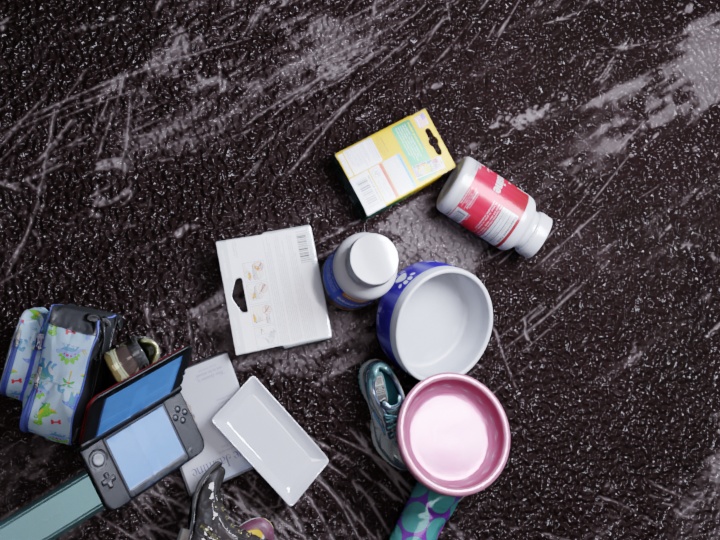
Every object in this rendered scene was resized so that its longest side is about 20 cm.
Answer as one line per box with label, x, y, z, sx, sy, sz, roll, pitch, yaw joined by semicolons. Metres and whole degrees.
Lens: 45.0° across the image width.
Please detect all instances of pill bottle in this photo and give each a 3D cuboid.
pill bottle;0.246;-0.110;1.589;0.198;0.112;0.113;31;75;-7
pill bottle;0.000;0.000;1.465;0.110;0.200;0.114;2;80;-12

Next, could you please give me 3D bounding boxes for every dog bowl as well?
dog bowl;0.128;0.088;1.505;0.197;0.079;0.204;-7;105;-27

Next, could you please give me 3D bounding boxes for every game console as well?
game console;-0.320;0.239;1.327;0.199;0.118;0.175;-29;95;-44

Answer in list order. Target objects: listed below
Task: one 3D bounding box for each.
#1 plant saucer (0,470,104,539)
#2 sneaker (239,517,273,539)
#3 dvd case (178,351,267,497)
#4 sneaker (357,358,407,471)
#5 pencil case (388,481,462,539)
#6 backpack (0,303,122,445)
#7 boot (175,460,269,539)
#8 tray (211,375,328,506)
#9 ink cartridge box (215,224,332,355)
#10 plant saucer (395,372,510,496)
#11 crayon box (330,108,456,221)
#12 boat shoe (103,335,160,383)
plant saucer;-0.489;0.389;1.378;0.198;0.019;0.071;-30;88;-15
sneaker;-0.214;0.480;1.390;0.200;0.090;0.075;-43;92;-16
dvd case;-0.255;0.256;1.456;0.141;0.018;0.203;-20;86;-17
sneaker;0.051;0.250;1.494;0.076;0.086;0.203;-22;86;-15
pencil case;0.117;0.421;1.483;0.091;0.085;0.202;29;75;6
backpack;-0.467;0.154;1.340;0.144;0.183;0.204;13;88;-8
boot;-0.194;0.417;1.367;0.171;0.070;0.202;19;54;-2
tray;-0.152;0.287;1.459;0.201;0.022;0.107;49;60;-7
ink cartridge box;-0.151;0.036;1.505;0.170;0.044;0.204;-10;83;-14
plant saucer;0.151;0.275;1.453;0.196;0.051;0.204;4;70;-12
crayon box;0.060;-0.193;1.590;0.198;0.052;0.127;-29;88;-15
boat shoe;-0.343;0.136;1.357;0.065;0.201;0.073;-26;89;-3
